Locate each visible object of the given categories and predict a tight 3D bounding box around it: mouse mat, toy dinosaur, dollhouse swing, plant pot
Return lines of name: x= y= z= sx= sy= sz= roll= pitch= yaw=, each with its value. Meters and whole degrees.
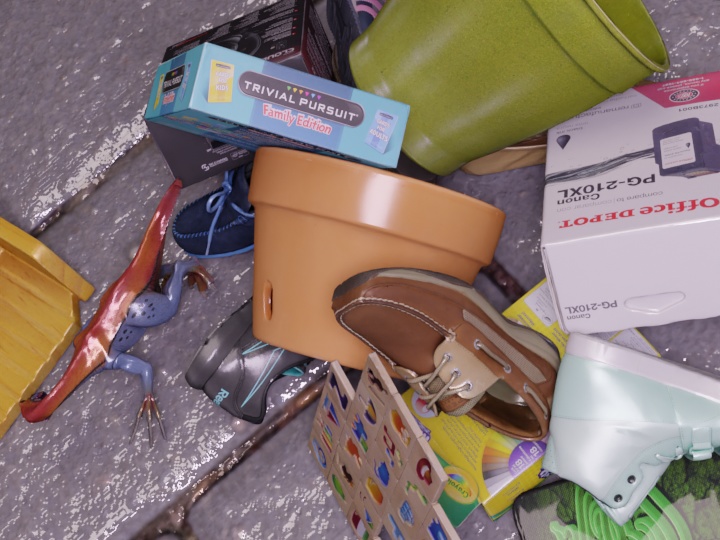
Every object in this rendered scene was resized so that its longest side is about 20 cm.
mouse mat: x=0.206 y=0.224 z=0.957 sx=0.159 sy=0.008 sz=0.202 roll=-19 pitch=58 yaw=4
toy dinosaur: x=-0.217 y=0.045 z=1.154 sx=0.104 sy=0.203 sz=0.181 roll=12 pitch=35 yaw=42
dollhouse swing: x=-0.381 y=0.025 z=1.207 sx=0.180 sy=0.176 sz=0.201 roll=27 pitch=74 yaw=31
plant pot: x=0.099 y=-0.179 z=1.049 sx=0.192 sy=0.199 sz=0.202 roll=-35 pitch=53 yaw=24
plant pot: x=0.000 y=0.000 z=1.049 sx=0.198 sy=0.199 sz=0.142 roll=14 pitch=90 yaw=27

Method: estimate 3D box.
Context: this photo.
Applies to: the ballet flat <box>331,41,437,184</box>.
ballet flat: x=0.019 y=-0.134 z=1.216 sx=0.066 sy=0.047 sz=0.202 roll=-8 pitch=52 yaw=-21

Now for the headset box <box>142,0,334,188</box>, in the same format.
headset box: x=-0.102 y=-0.158 z=1.204 sx=0.147 sy=0.078 sz=0.201 roll=-21 pitch=27 yaw=9

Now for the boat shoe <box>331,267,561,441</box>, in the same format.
boat shoe: x=0.068 y=0.062 z=0.947 sx=0.075 sy=0.198 sz=0.075 roll=-33 pitch=44 yaw=41

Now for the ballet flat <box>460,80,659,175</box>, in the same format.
ballet flat: x=0.167 y=-0.124 z=1.141 sx=0.197 sy=0.063 sz=0.069 roll=-14 pitch=59 yaw=13

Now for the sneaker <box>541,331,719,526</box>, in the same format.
sneaker: x=0.224 y=0.129 z=0.970 sx=0.198 sy=0.074 sz=0.120 roll=18 pitch=92 yaw=1

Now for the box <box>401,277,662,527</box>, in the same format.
box: x=0.121 y=0.099 z=1.047 sx=0.199 sy=0.048 sz=0.118 roll=-37 pitch=56 yaw=-4

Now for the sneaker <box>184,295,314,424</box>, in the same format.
sneaker: x=-0.058 y=0.039 z=1.148 sx=0.079 sy=0.075 sz=0.200 roll=39 pitch=73 yaw=4

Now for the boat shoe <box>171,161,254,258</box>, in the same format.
boat shoe: x=-0.085 y=-0.074 z=1.196 sx=0.198 sy=0.069 sz=0.085 roll=-23 pitch=47 yaw=20

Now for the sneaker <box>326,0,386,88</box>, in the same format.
sneaker: x=0.021 y=-0.204 z=1.199 sx=0.081 sy=0.071 sz=0.202 roll=4 pitch=46 yaw=-15

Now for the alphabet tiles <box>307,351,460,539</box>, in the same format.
alphabet tiles: x=0.015 y=0.147 z=0.966 sx=0.007 sy=0.201 sz=0.168 roll=-20 pitch=63 yaw=-22

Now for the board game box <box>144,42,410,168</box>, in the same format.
board game box: x=-0.067 y=-0.116 z=1.008 sx=0.149 sy=0.200 sz=0.048 roll=15 pitch=89 yaw=-18

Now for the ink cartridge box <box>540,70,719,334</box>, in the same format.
ink cartridge box: x=0.214 y=-0.054 z=1.028 sx=0.143 sy=0.085 sz=0.201 roll=-9 pitch=35 yaw=17
